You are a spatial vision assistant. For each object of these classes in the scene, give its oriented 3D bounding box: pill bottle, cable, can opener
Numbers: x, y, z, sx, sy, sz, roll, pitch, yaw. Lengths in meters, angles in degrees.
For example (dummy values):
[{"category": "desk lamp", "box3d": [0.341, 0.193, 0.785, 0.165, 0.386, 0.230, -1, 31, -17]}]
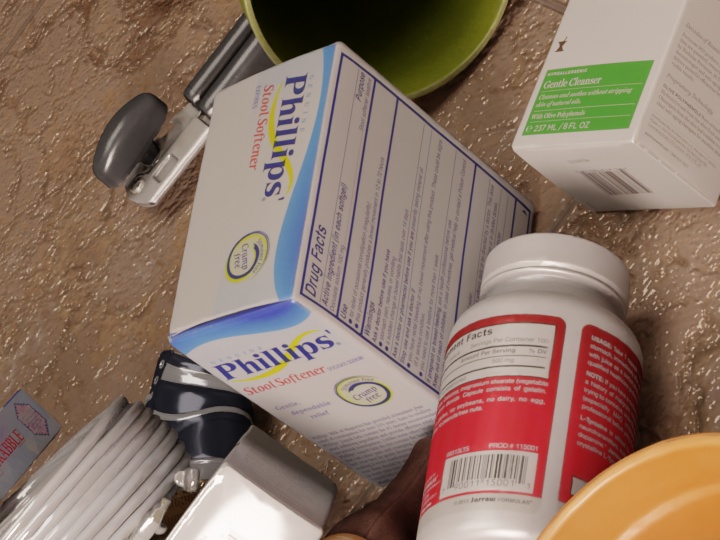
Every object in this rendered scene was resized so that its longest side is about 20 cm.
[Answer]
[{"category": "pill bottle", "box3d": [0.098, 0.085, 1.501, 0.112, 0.112, 0.200, -18, 49, 38]}, {"category": "cable", "box3d": [-0.186, 0.162, 1.617, 0.200, 0.069, 0.200, -45, 6, -3]}, {"category": "can opener", "box3d": [-0.114, -0.134, 1.947, 0.200, 0.067, 0.053, -53, 37, 1]}]

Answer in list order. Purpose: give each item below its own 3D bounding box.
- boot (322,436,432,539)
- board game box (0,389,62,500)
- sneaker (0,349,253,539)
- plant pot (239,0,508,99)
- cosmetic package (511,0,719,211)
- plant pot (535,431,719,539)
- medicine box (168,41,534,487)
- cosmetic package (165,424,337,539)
[{"category": "boot", "box3d": [0.001, 0.210, 1.536, 0.072, 0.200, 0.166, 24, 40, 16]}, {"category": "board game box", "box3d": [-0.290, 0.183, 1.704, 0.200, 0.041, 0.200, -46, 4, 18]}, {"category": "sneaker", "box3d": [-0.149, 0.118, 1.775, 0.200, 0.070, 0.109, -14, 56, 32]}, {"category": "plant pot", "box3d": [-0.016, -0.226, 1.844, 0.187, 0.187, 0.200, -51, 24, 3]}, {"category": "cosmetic package", "box3d": [0.183, -0.140, 1.615, 0.108, 0.085, 0.200, -3, 60, 49]}, {"category": "plant pot", "box3d": [0.180, 0.197, 1.297, 0.200, 0.140, 0.200, -27, 44, 30]}, {"category": "medicine box", "box3d": [0.000, 0.000, 1.601, 0.103, 0.200, 0.182, -20, 48, 37]}, {"category": "cosmetic package", "box3d": [-0.072, 0.157, 1.575, 0.102, 0.074, 0.200, -54, 2, 2]}]
